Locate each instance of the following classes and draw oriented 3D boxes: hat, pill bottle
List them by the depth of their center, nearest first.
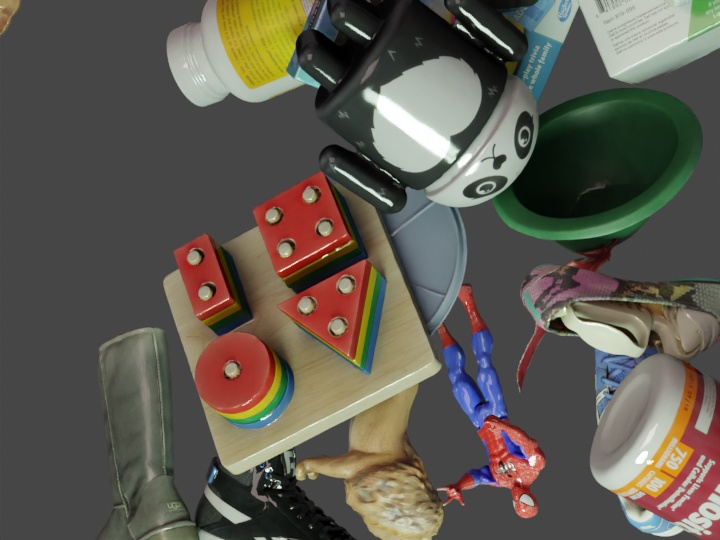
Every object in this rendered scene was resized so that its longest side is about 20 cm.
[{"bbox_3d":[0.285,0.154,1.544,0.200,0.113,0.113,28,103,-11],"label":"pill bottle"},{"bbox_3d":[0.205,-0.029,1.664,0.199,0.176,0.166,-8,44,24],"label":"hat"},{"bbox_3d":[-0.065,-0.209,1.751,0.200,0.104,0.105,-20,82,23],"label":"pill bottle"}]

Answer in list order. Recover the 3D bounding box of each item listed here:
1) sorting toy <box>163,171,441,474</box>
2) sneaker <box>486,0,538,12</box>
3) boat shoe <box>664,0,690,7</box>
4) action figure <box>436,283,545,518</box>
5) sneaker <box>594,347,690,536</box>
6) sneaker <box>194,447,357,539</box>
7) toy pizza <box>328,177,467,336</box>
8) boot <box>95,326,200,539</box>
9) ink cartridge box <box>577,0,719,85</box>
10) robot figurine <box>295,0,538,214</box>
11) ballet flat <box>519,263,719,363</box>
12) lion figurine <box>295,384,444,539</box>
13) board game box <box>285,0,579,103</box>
[{"bbox_3d":[-0.062,0.033,1.686,0.200,0.070,0.199,-28,58,10],"label":"sorting toy"},{"bbox_3d":[0.121,-0.300,1.593,0.073,0.082,0.201,40,119,54],"label":"sneaker"},{"bbox_3d":[0.221,-0.298,1.550,0.068,0.072,0.200,-26,68,-1],"label":"boat shoe"},{"bbox_3d":[0.091,0.116,1.682,0.065,0.099,0.200,-29,80,30],"label":"action figure"},{"bbox_3d":[0.226,0.114,1.629,0.076,0.077,0.201,-17,81,26],"label":"sneaker"},{"bbox_3d":[-0.055,0.207,1.761,0.199,0.073,0.112,14,97,26],"label":"sneaker"},{"bbox_3d":[0.000,0.000,1.735,0.200,0.032,0.201,-10,63,20],"label":"toy pizza"},{"bbox_3d":[-0.215,0.171,1.837,0.182,0.072,0.201,-32,69,41],"label":"boot"},{"bbox_3d":[0.235,-0.269,1.622,0.146,0.083,0.201,-25,79,23],"label":"ink cartridge box"},{"bbox_3d":[0.045,-0.135,1.581,0.200,0.125,0.150,36,142,-15],"label":"robot figurine"},{"bbox_3d":[0.219,0.040,1.581,0.071,0.199,0.069,-102,28,-43],"label":"ballet flat"},{"bbox_3d":[0.016,0.130,1.728,0.122,0.072,0.201,2,81,15],"label":"lion figurine"},{"bbox_3d":[0.060,-0.194,1.662,0.199,0.047,0.151,19,100,-15],"label":"board game box"}]
